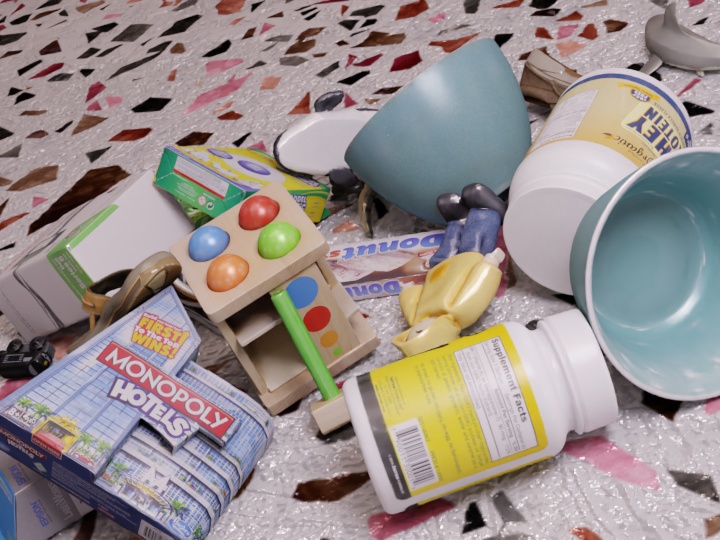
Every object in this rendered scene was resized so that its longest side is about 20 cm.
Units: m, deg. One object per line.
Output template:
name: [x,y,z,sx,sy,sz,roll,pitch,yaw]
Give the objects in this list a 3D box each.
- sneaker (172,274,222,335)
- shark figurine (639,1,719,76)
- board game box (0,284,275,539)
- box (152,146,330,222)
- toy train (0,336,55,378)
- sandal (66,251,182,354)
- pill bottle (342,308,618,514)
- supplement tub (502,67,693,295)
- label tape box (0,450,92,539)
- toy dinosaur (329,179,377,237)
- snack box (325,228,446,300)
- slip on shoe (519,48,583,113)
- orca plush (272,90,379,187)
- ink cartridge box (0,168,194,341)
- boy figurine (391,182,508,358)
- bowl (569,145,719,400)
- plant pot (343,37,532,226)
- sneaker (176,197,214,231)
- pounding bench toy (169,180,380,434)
sneaker: [-0.186,0.006,1.281,0.199,0.080,0.078,14,46,42]
shark figurine: [0.393,-0.273,1.376,0.128,0.090,0.214,-40,36,-26]
board game box: [-0.179,0.117,1.038,0.199,0.062,0.200,30,49,6]
box: [-0.118,-0.093,1.306,0.117,0.049,0.200,29,15,23]
toy train: [-0.426,0.105,1.304,0.199,0.034,0.046,-7,47,18]
sandal: [-0.229,0.024,1.119,0.080,0.054,0.200,-38,-3,-39]
pill bottle: [0.095,0.109,0.950,0.199,0.115,0.115,-19,33,0]
supplement tub: [0.225,-0.085,1.134,0.144,0.145,0.200,3,39,30]
label tape box: [-0.298,0.177,1.103,0.199,0.064,0.144,-32,34,-19]
toy dinosaur: [0.012,-0.113,1.382,0.088,0.048,0.200,7,45,25]
snack box: [0.000,0.000,1.238,0.199,0.024,0.072,-9,37,16]
slip on shoe: [0.246,-0.191,1.361,0.061,0.076,0.200,-58,42,13]
orca plush: [-0.013,-0.162,1.360,0.199,0.106,0.071,-34,16,-13]
ink cartridge box: [-0.297,-0.014,1.298,0.199,0.084,0.146,-19,24,46]
boy figurine: [0.078,0.016,1.118,0.124,0.064,0.201,-15,41,45]
bowl: [0.253,-0.002,0.985,0.200,0.202,0.105,-27,13,-12]
plant pot: [0.101,-0.123,1.241,0.200,0.135,0.200,-37,-7,-5]
sneaker: [-0.169,-0.058,1.346,0.199,0.074,0.084,7,83,35]
pounding bench toy: [-0.069,0.036,1.085,0.124,0.156,0.200,-32,39,-6]
